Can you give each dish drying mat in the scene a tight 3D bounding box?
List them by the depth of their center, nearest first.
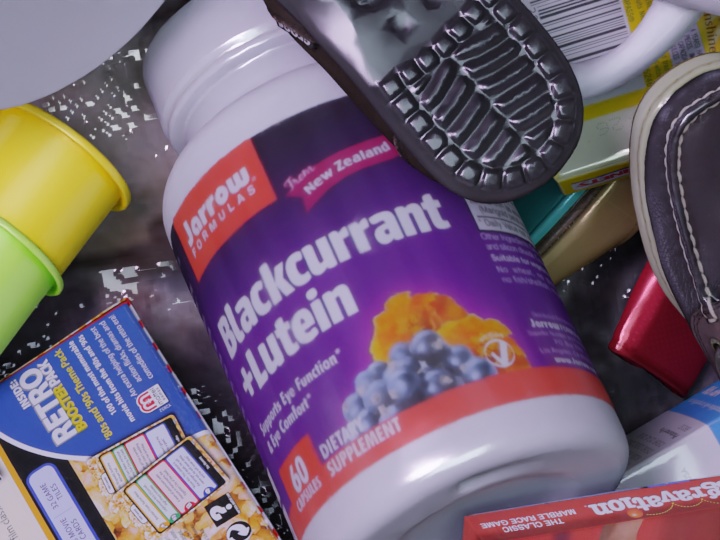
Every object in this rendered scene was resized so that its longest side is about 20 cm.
[{"bbox_3d":[0.148,-0.052,0.969,0.018,0.077,0.201,29,89,28],"label":"dish drying mat"}]

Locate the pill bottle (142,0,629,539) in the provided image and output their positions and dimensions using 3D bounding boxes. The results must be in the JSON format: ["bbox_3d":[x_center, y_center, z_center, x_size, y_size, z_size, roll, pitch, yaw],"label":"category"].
[{"bbox_3d":[0.000,0.000,0.902,0.111,0.112,0.201,-23,65,-5],"label":"pill bottle"}]

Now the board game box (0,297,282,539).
[{"bbox_3d":[-0.123,0.123,0.911,0.200,0.046,0.152,-32,55,-5],"label":"board game box"}]

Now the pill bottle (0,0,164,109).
[{"bbox_3d":[-0.148,-0.155,0.873,0.116,0.116,0.200,-38,71,-4],"label":"pill bottle"}]

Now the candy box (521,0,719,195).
[{"bbox_3d":[0.092,-0.134,0.937,0.102,0.026,0.201,-15,74,7],"label":"candy box"}]

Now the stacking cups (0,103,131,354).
[{"bbox_3d":[-0.160,0.034,0.917,0.060,0.060,0.200,39,74,-6],"label":"stacking cups"}]

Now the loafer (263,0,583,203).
[{"bbox_3d":[-0.011,-0.102,0.845,0.073,0.071,0.200,-33,89,-10],"label":"loafer"}]

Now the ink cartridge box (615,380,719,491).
[{"bbox_3d":[0.091,0.131,0.966,0.199,0.067,0.116,-29,96,-5],"label":"ink cartridge box"}]

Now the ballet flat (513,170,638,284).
[{"bbox_3d":[0.113,-0.066,0.966,0.063,0.069,0.201,30,90,-24],"label":"ballet flat"}]

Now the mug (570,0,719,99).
[{"bbox_3d":[0.080,-0.147,0.866,0.175,0.147,0.200,41,120,17],"label":"mug"}]

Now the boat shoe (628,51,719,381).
[{"bbox_3d":[0.147,0.023,0.877,0.073,0.065,0.200,-30,115,-6],"label":"boat shoe"}]

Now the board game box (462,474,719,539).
[{"bbox_3d":[0.076,0.161,0.897,0.103,0.019,0.201,-8,121,-21],"label":"board game box"}]
